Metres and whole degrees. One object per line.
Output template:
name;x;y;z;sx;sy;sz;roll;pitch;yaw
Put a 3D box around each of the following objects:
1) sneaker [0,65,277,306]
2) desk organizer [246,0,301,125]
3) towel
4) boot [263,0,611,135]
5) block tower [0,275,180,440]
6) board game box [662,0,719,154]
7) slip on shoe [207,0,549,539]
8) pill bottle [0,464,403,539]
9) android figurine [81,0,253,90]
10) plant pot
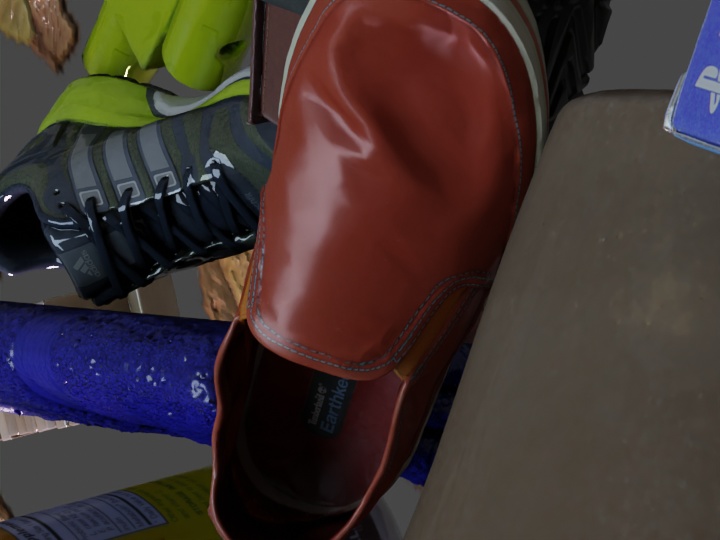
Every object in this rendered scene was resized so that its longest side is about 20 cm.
sneaker;-0.066;-0.021;0.928;0.199;0.081;0.074;0;130;52
desk organizer;0.019;-0.130;0.790;0.077;0.071;0.201;33;128;46
towel;-0.042;0.042;0.877;0.200;0.147;0.050;3;88;56
boot;-0.010;-0.138;0.718;0.200;0.072;0.182;44;129;28
block tower;-0.143;0.044;1.127;0.200;0.058;0.054;-17;87;57
board game box;0.177;-0.068;0.483;0.200;0.096;0.160;26;99;52
slip on shoe;0.000;0.000;0.688;0.074;0.061;0.201;21;127;5
pill bottle;-0.085;0.134;0.928;0.109;0.199;0.110;28;124;51
android figurine;-0.077;-0.160;0.964;0.183;0.041;0.200;63;147;22
plant pot;0.096;0.049;0.646;0.200;0.199;0.176;6;89;57
